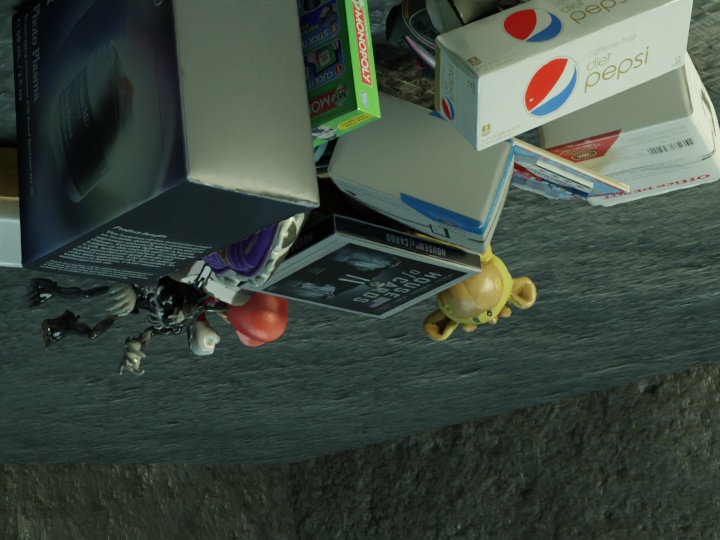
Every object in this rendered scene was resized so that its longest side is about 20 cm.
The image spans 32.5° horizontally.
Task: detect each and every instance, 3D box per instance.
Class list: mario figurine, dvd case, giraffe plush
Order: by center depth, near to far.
[{"bbox_3d":[0.000,0.000,1.209,0.198,0.025,0.149,14,150,-40],"label":"dvd case"},{"bbox_3d":[0.103,-0.012,1.337,0.171,0.165,0.199,-18,180,33],"label":"giraffe plush"},{"bbox_3d":[-0.155,0.027,1.385,0.199,0.125,0.105,34,-171,35],"label":"mario figurine"}]

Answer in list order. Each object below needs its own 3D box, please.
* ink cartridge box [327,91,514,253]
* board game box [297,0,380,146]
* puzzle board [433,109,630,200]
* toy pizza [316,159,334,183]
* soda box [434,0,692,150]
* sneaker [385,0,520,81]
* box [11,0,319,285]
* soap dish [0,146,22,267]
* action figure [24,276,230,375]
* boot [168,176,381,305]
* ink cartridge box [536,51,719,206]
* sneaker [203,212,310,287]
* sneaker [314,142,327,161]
[{"bbox_3d":[0.060,-0.085,1.119,0.144,0.085,0.200,19,176,9],"label":"ink cartridge box"},{"bbox_3d":[-0.075,-0.146,0.919,0.198,0.137,0.029,-18,162,37],"label":"board game box"},{"bbox_3d":[0.139,-0.105,1.182,0.197,0.018,0.151,20,177,-14],"label":"puzzle board"},{"bbox_3d":[-0.026,-0.078,1.391,0.197,0.032,0.200,-7,165,-2],"label":"toy pizza"},{"bbox_3d":[0.153,-0.166,0.934,0.198,0.064,0.069,-24,137,-19],"label":"soda box"},{"bbox_3d":[0.091,-0.181,1.011,0.085,0.082,0.199,-11,153,33],"label":"sneaker"},{"bbox_3d":[-0.144,-0.117,0.868,0.197,0.203,0.122,-21,159,40],"label":"box"},{"bbox_3d":[-0.311,-0.060,1.224,0.198,0.083,0.157,2,162,-34],"label":"soap dish"},{"bbox_3d":[-0.238,0.046,1.277,0.197,0.120,0.103,-3,-150,6],"label":"action figure"},{"bbox_3d":[-0.095,-0.029,1.243,0.197,0.071,0.148,21,113,-15],"label":"boot"},{"bbox_3d":[0.266,-0.139,1.206,0.145,0.084,0.200,-13,163,22],"label":"ink cartridge box"},{"bbox_3d":[-0.112,-0.034,1.104,0.083,0.081,0.199,37,157,-18],"label":"sneaker"},{"bbox_3d":[-0.050,-0.141,1.067,0.198,0.081,0.130,-8,167,42],"label":"sneaker"}]
